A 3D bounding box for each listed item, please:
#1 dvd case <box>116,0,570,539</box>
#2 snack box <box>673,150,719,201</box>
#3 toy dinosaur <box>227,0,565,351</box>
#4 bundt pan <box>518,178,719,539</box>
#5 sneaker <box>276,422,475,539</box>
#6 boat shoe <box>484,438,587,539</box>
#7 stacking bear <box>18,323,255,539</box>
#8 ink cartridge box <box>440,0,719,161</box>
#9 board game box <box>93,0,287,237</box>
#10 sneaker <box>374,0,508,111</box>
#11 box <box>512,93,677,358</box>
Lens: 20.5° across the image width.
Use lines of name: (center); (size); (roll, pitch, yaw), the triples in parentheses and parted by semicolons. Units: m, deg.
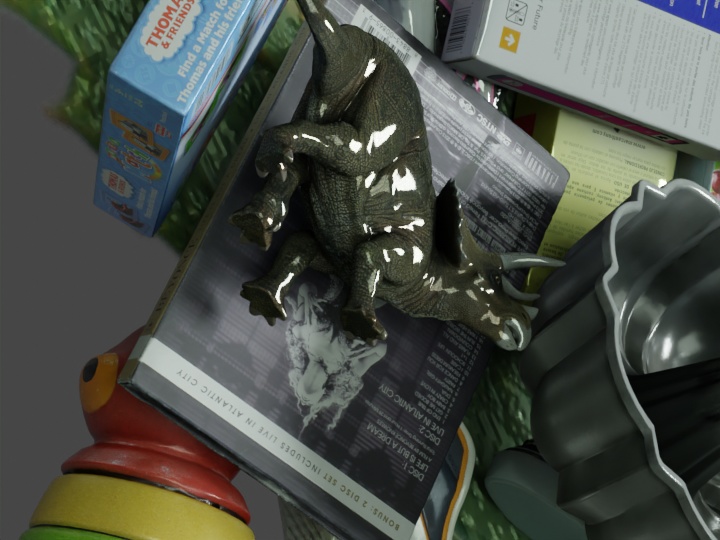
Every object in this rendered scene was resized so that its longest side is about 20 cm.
dvd case: (0.000, 0.000, 0.833); (0.148, 0.016, 0.201); (37, 65, -26)
snack box: (0.251, -0.081, 1.011); (0.198, 0.068, 0.171); (15, 83, -25)
toy dinosaur: (-0.003, -0.039, 0.772); (0.102, 0.076, 0.201); (-51, 126, -39)
bundt pan: (0.144, 0.067, 0.863); (0.201, 0.076, 0.203); (30, 44, -33)
sneaker: (0.000, 0.061, 0.882); (0.079, 0.078, 0.202); (-12, 98, -25)
boat shoe: (0.148, 0.110, 0.958); (0.199, 0.071, 0.092); (34, 73, -27)
stacking bear: (-0.094, 0.116, 0.822); (0.113, 0.121, 0.202); (23, 71, -25)
ink cartridge box: (0.134, -0.111, 0.904); (0.198, 0.037, 0.096); (16, 83, -26)
board game box: (-0.055, -0.105, 0.795); (0.036, 0.200, 0.152); (28, 75, -2)
sneaker: (0.038, -0.125, 0.916); (0.086, 0.080, 0.202); (3, 98, -31)
box: (0.111, -0.059, 0.954); (0.075, 0.050, 0.202); (13, 83, -24)
